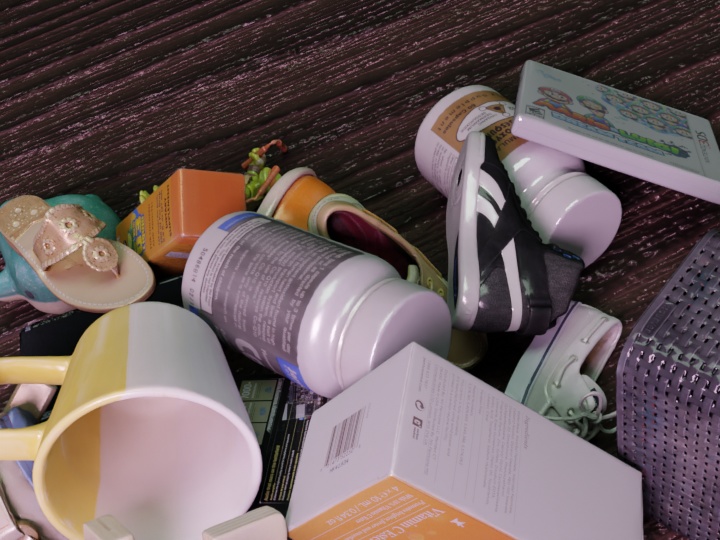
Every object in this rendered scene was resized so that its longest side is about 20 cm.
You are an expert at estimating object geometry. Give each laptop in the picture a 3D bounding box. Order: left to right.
[{"bbox_3d":[-0.208,0.072,0.888,0.177,0.200,0.103,-18,86,-2],"label":"laptop"}]

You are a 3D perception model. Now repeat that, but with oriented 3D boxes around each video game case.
[{"bbox_3d":[0.245,-0.137,0.917,0.200,0.024,0.182,19,30,2],"label":"video game case"}]

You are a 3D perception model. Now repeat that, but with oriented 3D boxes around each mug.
[{"bbox_3d":[-0.166,0.091,0.693,0.149,0.186,0.153,-45,30,15],"label":"mug"}]

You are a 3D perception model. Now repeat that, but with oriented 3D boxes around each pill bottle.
[{"bbox_3d":[-0.035,0.031,0.745,0.200,0.114,0.114,21,56,38],"label":"pill bottle"},{"bbox_3d":[0.150,-0.087,0.922,0.114,0.114,0.200,-30,47,-13],"label":"pill bottle"}]

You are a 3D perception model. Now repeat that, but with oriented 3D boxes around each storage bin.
[{"bbox_3d":[0.250,0.089,0.662,0.094,0.200,0.135,26,59,35],"label":"storage bin"}]

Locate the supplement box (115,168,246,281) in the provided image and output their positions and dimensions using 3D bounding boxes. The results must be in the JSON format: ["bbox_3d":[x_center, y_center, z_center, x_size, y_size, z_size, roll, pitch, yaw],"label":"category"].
[{"bbox_3d":[-0.174,-0.035,0.912,0.069,0.200,0.067,2,76,-28],"label":"supplement box"}]

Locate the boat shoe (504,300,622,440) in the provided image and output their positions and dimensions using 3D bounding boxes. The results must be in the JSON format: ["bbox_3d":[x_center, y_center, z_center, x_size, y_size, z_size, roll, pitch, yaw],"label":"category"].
[{"bbox_3d":[0.168,0.106,0.769,0.086,0.075,0.202,15,43,24],"label":"boat shoe"}]

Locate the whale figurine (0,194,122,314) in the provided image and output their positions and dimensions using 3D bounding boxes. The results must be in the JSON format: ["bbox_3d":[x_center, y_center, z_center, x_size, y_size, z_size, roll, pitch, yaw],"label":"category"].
[{"bbox_3d":[-0.339,-0.037,1.022,0.200,0.104,0.159,23,58,30],"label":"whale figurine"}]

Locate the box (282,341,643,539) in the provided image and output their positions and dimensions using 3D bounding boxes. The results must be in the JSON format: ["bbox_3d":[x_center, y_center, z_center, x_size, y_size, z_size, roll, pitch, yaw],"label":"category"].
[{"bbox_3d":[0.071,0.154,0.635,0.124,0.200,0.098,-41,26,44],"label":"box"}]

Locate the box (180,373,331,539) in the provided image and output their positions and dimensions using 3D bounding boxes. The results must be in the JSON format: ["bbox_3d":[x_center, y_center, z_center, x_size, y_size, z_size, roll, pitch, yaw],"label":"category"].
[{"bbox_3d":[-0.047,0.183,0.739,0.163,0.086,0.200,-3,46,14],"label":"box"}]

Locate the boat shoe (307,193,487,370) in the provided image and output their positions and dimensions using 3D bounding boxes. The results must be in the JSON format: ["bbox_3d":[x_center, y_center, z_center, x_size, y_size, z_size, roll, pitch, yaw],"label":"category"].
[{"bbox_3d":[0.032,0.017,0.817,0.074,0.200,0.066,-48,6,1],"label":"boat shoe"}]

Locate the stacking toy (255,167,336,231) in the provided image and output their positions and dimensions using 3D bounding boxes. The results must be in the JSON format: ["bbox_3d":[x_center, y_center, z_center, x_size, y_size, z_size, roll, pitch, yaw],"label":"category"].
[{"bbox_3d":[0.000,0.000,0.892,0.200,0.146,0.146,21,54,13],"label":"stacking toy"}]

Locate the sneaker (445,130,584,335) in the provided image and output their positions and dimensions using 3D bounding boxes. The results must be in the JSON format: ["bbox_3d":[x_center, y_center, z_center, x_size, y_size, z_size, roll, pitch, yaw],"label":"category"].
[{"bbox_3d":[0.133,-0.027,0.817,0.112,0.073,0.200,10,55,-5],"label":"sneaker"}]

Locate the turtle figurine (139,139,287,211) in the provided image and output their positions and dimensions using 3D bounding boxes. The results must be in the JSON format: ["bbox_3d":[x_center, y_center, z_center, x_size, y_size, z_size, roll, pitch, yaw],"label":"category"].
[{"bbox_3d":[-0.147,-0.084,1.043,0.161,0.065,0.200,-12,23,10],"label":"turtle figurine"}]

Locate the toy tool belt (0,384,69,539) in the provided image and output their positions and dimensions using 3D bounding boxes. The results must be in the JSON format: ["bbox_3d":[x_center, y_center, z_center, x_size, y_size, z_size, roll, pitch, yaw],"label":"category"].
[{"bbox_3d":[-0.235,0.184,0.725,0.123,0.125,0.200,-37,84,-25],"label":"toy tool belt"}]

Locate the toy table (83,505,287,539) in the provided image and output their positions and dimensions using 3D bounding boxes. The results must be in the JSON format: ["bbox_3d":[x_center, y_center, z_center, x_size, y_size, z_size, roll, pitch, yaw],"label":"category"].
[{"bbox_3d":[-0.122,0.225,0.573,0.184,0.117,0.200,-17,12,-43],"label":"toy table"}]

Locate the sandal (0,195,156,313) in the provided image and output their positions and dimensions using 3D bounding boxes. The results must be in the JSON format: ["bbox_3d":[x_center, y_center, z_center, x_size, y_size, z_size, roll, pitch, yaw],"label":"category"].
[{"bbox_3d":[-0.278,-0.033,0.881,0.212,0.070,0.078,28,61,34],"label":"sandal"}]
